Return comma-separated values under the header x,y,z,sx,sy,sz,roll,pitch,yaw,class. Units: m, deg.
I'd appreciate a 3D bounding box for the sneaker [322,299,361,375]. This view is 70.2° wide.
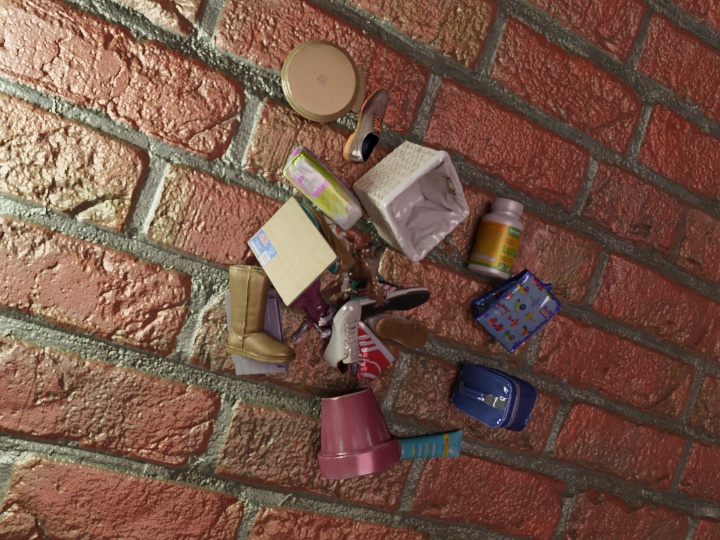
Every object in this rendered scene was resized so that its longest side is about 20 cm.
x,y,z,sx,sy,sz,roll,pitch,yaw,class
-0.024,0.161,1.203,0.073,0.085,0.200,-14,134,-38,sneaker

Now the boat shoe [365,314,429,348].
x,y,z,sx,sy,sz,roll,pitch,yaw,class
0.097,0.146,1.321,0.200,0.069,0.071,25,92,-39,boat shoe

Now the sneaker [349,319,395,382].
x,y,z,sx,sy,sz,roll,pitch,yaw,class
-0.010,0.197,1.288,0.113,0.071,0.200,-47,109,-13,sneaker

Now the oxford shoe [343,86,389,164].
x,y,z,sx,sy,sz,roll,pitch,yaw,class
0.032,-0.348,1.244,0.071,0.073,0.201,21,92,-42,oxford shoe

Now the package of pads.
x,y,z,sx,sy,sz,roll,pitch,yaw,class
-0.084,-0.193,1.181,0.200,0.155,0.068,42,103,-17,package of pads

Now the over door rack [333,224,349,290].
x,y,z,sx,sy,sz,roll,pitch,yaw,class
-0.106,-0.052,1.184,0.147,0.067,0.200,3,50,-18,over door rack

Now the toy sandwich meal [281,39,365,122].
x,y,z,sx,sy,sz,roll,pitch,yaw,class
-0.088,-0.444,1.212,0.204,0.070,0.206,-1,96,-13,toy sandwich meal

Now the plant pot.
x,y,z,sx,sy,sz,roll,pitch,yaw,class
-0.016,0.387,1.250,0.199,0.200,0.180,-9,82,-17,plant pot

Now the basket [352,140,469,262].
x,y,z,sx,sy,sz,roll,pitch,yaw,class
0.120,-0.167,1.223,0.200,0.161,0.198,-42,131,-11,basket

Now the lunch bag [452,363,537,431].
x,y,z,sx,sy,sz,roll,pitch,yaw,class
0.340,0.328,1.353,0.132,0.200,0.136,21,86,-37,lunch bag

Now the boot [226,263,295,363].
x,y,z,sx,sy,sz,roll,pitch,yaw,class
-0.220,0.097,1.141,0.175,0.066,0.201,8,98,9,boot

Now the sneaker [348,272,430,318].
x,y,z,sx,sy,sz,roll,pitch,yaw,class
0.063,0.042,1.271,0.199,0.121,0.084,-10,143,-4,sneaker

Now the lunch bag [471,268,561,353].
x,y,z,sx,sy,sz,roll,pitch,yaw,class
0.424,0.097,1.364,0.200,0.094,0.151,-40,108,22,lunch bag

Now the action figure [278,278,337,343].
x,y,z,sx,sy,sz,roll,pitch,yaw,class
-0.111,0.088,1.249,0.200,0.134,0.149,56,39,-24,action figure

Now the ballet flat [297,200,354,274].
x,y,z,sx,sy,sz,roll,pitch,yaw,class
-0.075,-0.076,1.136,0.072,0.068,0.200,-13,57,-41,ballet flat

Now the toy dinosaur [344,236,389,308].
x,y,z,sx,sy,sz,roll,pitch,yaw,class
0.000,0.000,1.214,0.086,0.200,0.136,4,106,-20,toy dinosaur

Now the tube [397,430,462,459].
x,y,z,sx,sy,sz,roll,pitch,yaw,class
0.189,0.479,1.395,0.199,0.050,0.078,3,101,-24,tube

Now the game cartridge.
x,y,z,sx,sy,sz,roll,pitch,yaw,class
-0.245,0.143,1.201,0.129,0.038,0.201,-4,97,13,game cartridge

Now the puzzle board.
x,y,z,sx,sy,sz,roll,pitch,yaw,class
-0.149,-0.044,1.106,0.151,0.200,0.017,-44,149,11,puzzle board

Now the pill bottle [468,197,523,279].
x,y,z,sx,sy,sz,roll,pitch,yaw,class
0.366,-0.085,1.364,0.111,0.111,0.201,17,89,-19,pill bottle
